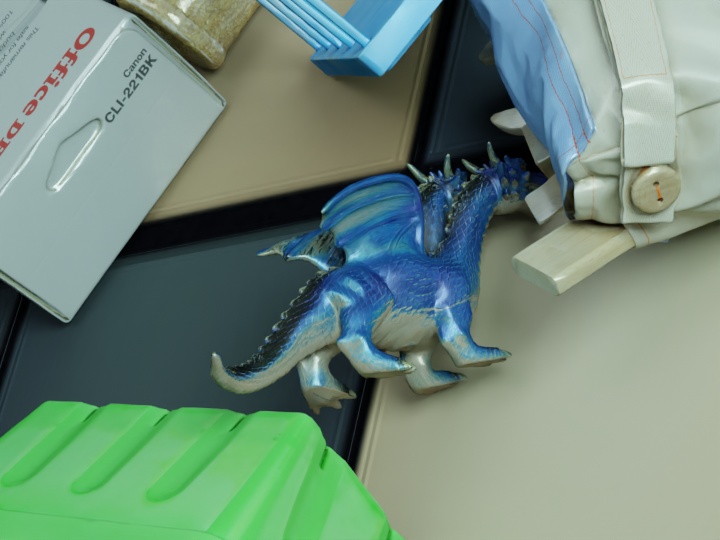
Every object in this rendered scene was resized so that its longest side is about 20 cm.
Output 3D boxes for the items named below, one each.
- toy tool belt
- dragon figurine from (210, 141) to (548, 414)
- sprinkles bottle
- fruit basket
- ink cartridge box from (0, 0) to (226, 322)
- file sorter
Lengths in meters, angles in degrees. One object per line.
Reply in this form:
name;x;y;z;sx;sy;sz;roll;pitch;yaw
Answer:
toy tool belt;0.088;-0.083;0.815;0.123;0.125;0.200;-31;45;8
dragon figurine;0.000;0.000;0.823;0.059;0.200;0.099;-33;70;49
sprinkles bottle;-0.045;-0.202;1.062;0.068;0.068;0.200;29;83;49
fruit basket;-0.105;0.149;0.792;0.216;0.156;0.216;-24;34;18
ink cartridge box;-0.185;-0.079;1.087;0.144;0.084;0.200;-55;40;-5
file sorter;-0.006;-0.176;0.903;0.139;0.123;0.200;-52;9;0
